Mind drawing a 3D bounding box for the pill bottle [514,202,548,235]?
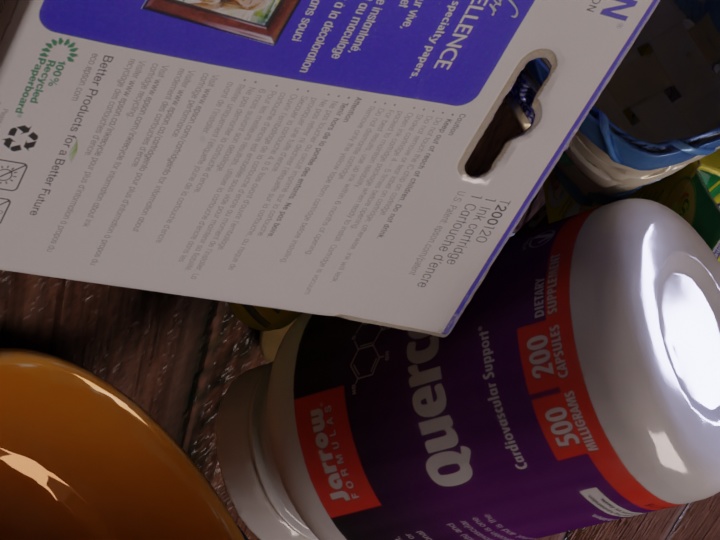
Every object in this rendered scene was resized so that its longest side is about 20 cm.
[{"bbox_3d":[0.119,0.021,1.051,0.200,0.114,0.114,-45,160,-5],"label":"pill bottle"}]

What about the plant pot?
[{"bbox_3d":[-0.157,0.161,0.777,0.183,0.201,0.200,-33,164,23],"label":"plant pot"}]

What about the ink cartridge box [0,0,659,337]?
[{"bbox_3d":[-0.019,-0.070,0.640,0.199,0.044,0.199,10,130,-28],"label":"ink cartridge box"}]

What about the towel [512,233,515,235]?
[{"bbox_3d":[0.028,0.057,1.132,0.200,0.023,0.144,-50,157,13],"label":"towel"}]

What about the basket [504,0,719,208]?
[{"bbox_3d":[0.106,-0.117,0.710,0.138,0.177,0.200,-26,165,-23],"label":"basket"}]

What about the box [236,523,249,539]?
[{"bbox_3d":[-0.084,0.219,0.980,0.104,0.200,0.183,-30,157,-27],"label":"box"}]

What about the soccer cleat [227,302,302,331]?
[{"bbox_3d":[-0.048,-0.034,0.777,0.083,0.065,0.200,-7,155,-9],"label":"soccer cleat"}]

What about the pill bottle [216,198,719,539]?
[{"bbox_3d":[0.043,0.051,0.789,0.199,0.113,0.112,-19,174,33],"label":"pill bottle"}]

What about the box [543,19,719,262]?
[{"bbox_3d":[0.125,-0.047,0.881,0.048,0.201,0.118,17,131,-15],"label":"box"}]

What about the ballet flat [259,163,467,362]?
[{"bbox_3d":[0.000,0.000,0.903,0.068,0.063,0.201,-31,157,-29],"label":"ballet flat"}]
